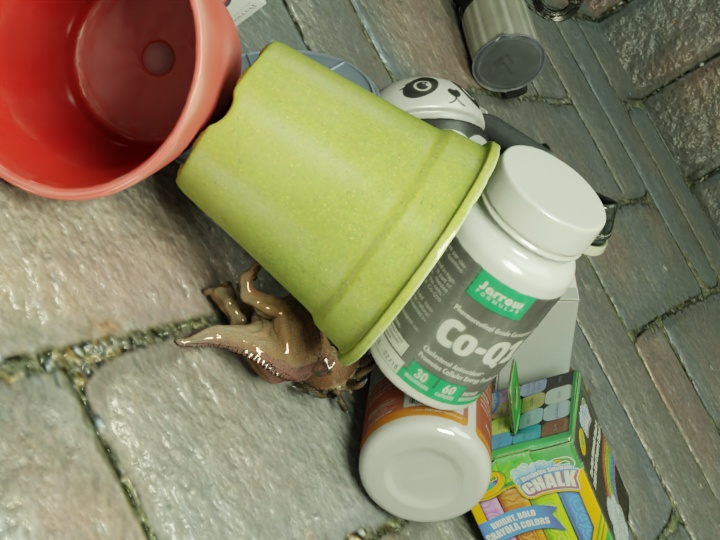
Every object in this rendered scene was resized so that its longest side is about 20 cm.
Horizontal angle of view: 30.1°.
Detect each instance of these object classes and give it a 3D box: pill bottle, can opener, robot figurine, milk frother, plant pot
[{"bbox_3d":[0.098,0.006,1.058,0.112,0.201,0.114,23,34,-17],"label":"pill bottle"},{"bbox_3d":[0.061,0.116,1.191,0.112,0.112,0.201,49,26,-23],"label":"pill bottle"},{"bbox_3d":[0.114,-0.132,1.337,0.066,0.054,0.200,7,21,-34],"label":"can opener"},{"bbox_3d":[0.060,-0.074,1.196,0.150,0.124,0.202,48,35,-69],"label":"robot figurine"},{"bbox_3d":[0.263,-0.390,2.098,0.180,0.199,0.189,40,30,-45],"label":"milk frother"},{"bbox_3d":[-0.176,-0.156,0.973,0.202,0.199,0.177,60,14,1],"label":"plant pot"},{"bbox_3d":[-0.028,-0.064,0.990,0.184,0.201,0.201,35,27,-5],"label":"plant pot"}]

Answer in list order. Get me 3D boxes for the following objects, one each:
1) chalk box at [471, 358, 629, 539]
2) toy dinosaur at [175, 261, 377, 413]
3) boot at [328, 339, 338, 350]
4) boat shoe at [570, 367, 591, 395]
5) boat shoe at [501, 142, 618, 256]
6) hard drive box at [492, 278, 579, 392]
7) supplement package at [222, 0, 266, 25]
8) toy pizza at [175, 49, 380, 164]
[{"bbox_3d":[0.167,0.185,1.282,0.201,0.123,0.125,65,21,-19],"label":"chalk box"},{"bbox_3d":[-0.056,0.061,1.084,0.200,0.085,0.137,-14,82,-60],"label":"toy dinosaur"},{"bbox_3d":[0.000,0.000,1.270,0.074,0.075,0.201,45,25,-20],"label":"boot"},{"bbox_3d":[0.221,0.159,1.547,0.068,0.072,0.200,52,15,-6],"label":"boat shoe"},{"bbox_3d":[0.183,-0.098,1.385,0.199,0.066,0.074,42,35,25],"label":"boat shoe"},{"bbox_3d":[0.176,0.061,1.419,0.157,0.076,0.201,-88,179,-52],"label":"hard drive box"},{"bbox_3d":[-0.191,-0.264,1.142,0.200,0.113,0.110,7,55,-61],"label":"supplement package"},{"bbox_3d":[-0.080,-0.130,1.154,0.201,0.198,0.032,-87,173,-52],"label":"toy pizza"}]
